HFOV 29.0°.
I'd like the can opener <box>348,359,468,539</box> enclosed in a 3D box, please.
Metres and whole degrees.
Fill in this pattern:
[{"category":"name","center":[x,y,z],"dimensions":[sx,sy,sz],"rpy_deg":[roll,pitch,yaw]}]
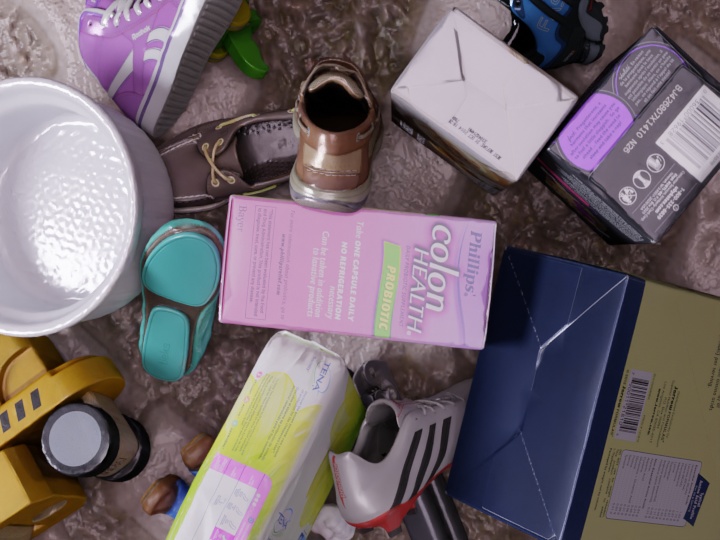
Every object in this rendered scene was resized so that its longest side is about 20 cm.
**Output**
[{"category":"can opener","center":[0.030,0.172,1.173],"dimensions":[0.067,0.053,0.201],"rpy_deg":[-21,91,34]}]

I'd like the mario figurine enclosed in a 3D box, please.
[{"category":"mario figurine","center":[-0.085,0.226,1.139],"dimensions":[0.200,0.106,0.124],"rpy_deg":[40,126,8]}]

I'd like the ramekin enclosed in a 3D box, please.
[{"category":"ramekin","center":[-0.248,-0.049,1.123],"dimensions":[0.199,0.098,0.202],"rpy_deg":[0,90,18]}]

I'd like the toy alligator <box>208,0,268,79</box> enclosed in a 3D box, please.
[{"category":"toy alligator","center":[-0.146,-0.238,1.158],"dimensions":[0.200,0.059,0.054],"rpy_deg":[40,52,-3]}]

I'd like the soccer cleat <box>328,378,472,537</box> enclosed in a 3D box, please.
[{"category":"soccer cleat","center":[0.045,0.127,1.104],"dimensions":[0.068,0.200,0.086],"rpy_deg":[-5,115,43]}]

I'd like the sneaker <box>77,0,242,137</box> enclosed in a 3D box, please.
[{"category":"sneaker","center":[-0.168,-0.205,1.108],"dimensions":[0.114,0.073,0.201],"rpy_deg":[43,132,5]}]

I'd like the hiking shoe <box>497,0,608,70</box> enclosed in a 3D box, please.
[{"category":"hiking shoe","center":[0.145,-0.237,1.089],"dimensions":[0.086,0.075,0.201],"rpy_deg":[-20,130,-9]}]

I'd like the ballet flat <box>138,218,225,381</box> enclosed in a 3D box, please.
[{"category":"ballet flat","center":[-0.141,0.007,1.112],"dimensions":[0.067,0.201,0.071],"rpy_deg":[17,49,-3]}]

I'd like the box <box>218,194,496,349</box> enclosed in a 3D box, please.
[{"category":"box","center":[0.000,0.000,1.098],"dimensions":[0.198,0.176,0.098],"rpy_deg":[5,91,1]}]

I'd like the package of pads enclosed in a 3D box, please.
[{"category":"package of pads","center":[-0.070,0.159,1.051],"dimensions":[0.068,0.155,0.201],"rpy_deg":[22,73,15]}]

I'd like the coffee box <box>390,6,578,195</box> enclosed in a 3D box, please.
[{"category":"coffee box","center":[0.089,-0.125,1.080],"dimensions":[0.114,0.200,0.080],"rpy_deg":[37,91,0]}]

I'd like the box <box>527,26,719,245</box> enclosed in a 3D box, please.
[{"category":"box","center":[0.209,-0.097,1.077],"dimensions":[0.106,0.200,0.122],"rpy_deg":[41,92,0]}]

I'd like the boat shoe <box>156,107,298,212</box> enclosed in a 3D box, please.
[{"category":"boat shoe","center":[-0.097,-0.095,1.156],"dimensions":[0.198,0.060,0.073],"rpy_deg":[-13,91,2]}]

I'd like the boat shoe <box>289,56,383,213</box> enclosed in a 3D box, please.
[{"category":"boat shoe","center":[-0.015,-0.120,1.056],"dimensions":[0.075,0.201,0.072],"rpy_deg":[3,123,-5]}]

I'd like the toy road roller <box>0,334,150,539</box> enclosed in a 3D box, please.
[{"category":"toy road roller","center":[-0.281,0.138,1.143],"dimensions":[0.199,0.123,0.146],"rpy_deg":[-35,76,0]}]

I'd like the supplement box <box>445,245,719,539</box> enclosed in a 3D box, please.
[{"category":"supplement box","center":[0.201,0.104,1.071],"dimensions":[0.199,0.134,0.202],"rpy_deg":[13,92,-37]}]
